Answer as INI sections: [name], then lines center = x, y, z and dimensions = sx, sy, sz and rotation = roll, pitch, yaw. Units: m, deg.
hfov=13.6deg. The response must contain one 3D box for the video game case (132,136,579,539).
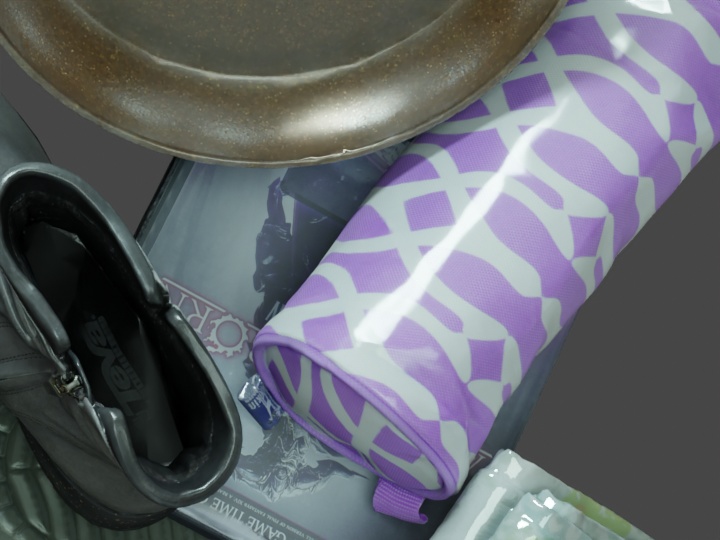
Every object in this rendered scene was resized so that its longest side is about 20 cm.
[video game case]
center = 0.000, 0.000, 0.983
dimensions = 0.142, 0.019, 0.201
rotation = 28, 74, -9

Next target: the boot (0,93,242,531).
[boot]
center = -0.102, -0.014, 0.883
dimensions = 0.070, 0.132, 0.200
rotation = -41, 88, -14

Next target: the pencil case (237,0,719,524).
[pencil case]
center = 0.053, -0.016, 0.949
dimensions = 0.200, 0.084, 0.086
rotation = -50, 127, -16

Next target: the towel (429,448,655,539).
[towel]
center = 0.040, 0.166, 0.963
dimensions = 0.171, 0.048, 0.201
rotation = 34, 88, -49

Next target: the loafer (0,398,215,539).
[loafer]
center = -0.125, 0.076, 0.977
dimensions = 0.199, 0.070, 0.076
rotation = 5, 68, -20

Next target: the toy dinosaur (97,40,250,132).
[toy dinosaur]
center = -0.096, -0.135, 0.967
dimensions = 0.102, 0.077, 0.201
rotation = 6, 78, -25

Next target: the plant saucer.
[plant saucer]
center = -0.025, -0.126, 0.886
dimensions = 0.199, 0.032, 0.201
rotation = -2, 119, -4
